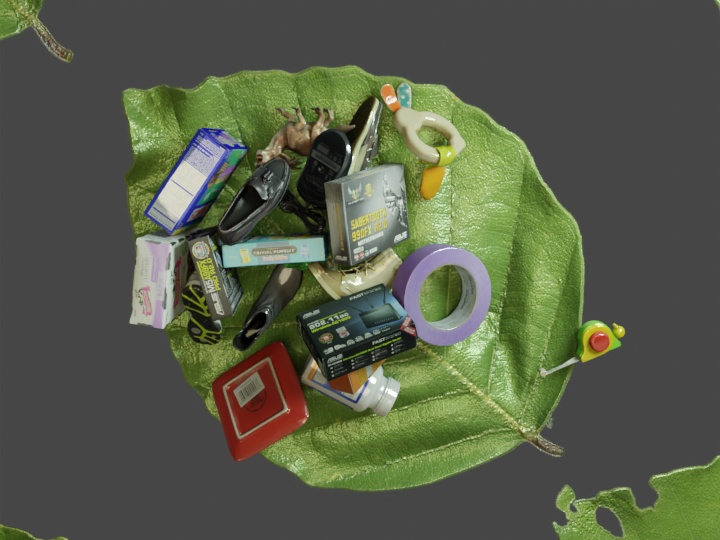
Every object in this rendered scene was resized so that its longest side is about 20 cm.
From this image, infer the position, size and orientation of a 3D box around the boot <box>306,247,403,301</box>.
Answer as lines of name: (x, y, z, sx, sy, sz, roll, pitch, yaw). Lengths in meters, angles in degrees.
boot: (0.000, 0.000, 1.444, 0.156, 0.073, 0.200, -46, 126, 8)

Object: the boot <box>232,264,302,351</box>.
boot: (-0.187, 0.073, 1.461, 0.069, 0.132, 0.201, 29, 101, -3)

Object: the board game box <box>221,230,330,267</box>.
board game box: (-0.165, -0.045, 1.426, 0.198, 0.151, 0.048, -4, 98, 2)

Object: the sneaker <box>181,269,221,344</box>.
sneaker: (-0.323, 0.080, 1.476, 0.075, 0.077, 0.201, 8, 136, 0)

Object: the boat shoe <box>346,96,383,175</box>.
boat shoe: (0.004, -0.247, 1.428, 0.066, 0.072, 0.203, 20, 93, -30)

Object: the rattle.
rattle: (0.106, -0.267, 1.437, 0.199, 0.143, 0.130, 37, 68, 9)

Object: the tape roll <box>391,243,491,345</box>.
tape roll: (0.167, 0.049, 1.446, 0.198, 0.066, 0.203, -4, 101, -20)

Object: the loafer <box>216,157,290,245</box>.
loafer: (-0.202, -0.135, 1.340, 0.072, 0.063, 0.201, 35, 80, 7)

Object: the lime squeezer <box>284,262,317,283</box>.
lime squeezer: (-0.094, 0.011, 1.475, 0.038, 0.071, 0.200, -43, 134, 6)

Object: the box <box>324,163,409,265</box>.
box: (0.018, -0.115, 1.385, 0.048, 0.199, 0.160, 8, 112, 38)

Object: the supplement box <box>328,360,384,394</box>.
supplement box: (0.012, 0.163, 1.432, 0.066, 0.200, 0.069, 6, 124, 37)

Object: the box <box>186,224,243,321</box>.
box: (-0.286, -0.001, 1.413, 0.044, 0.200, 0.162, -16, 101, -1)

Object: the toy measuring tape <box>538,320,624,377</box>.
toy measuring tape: (0.462, 0.157, 1.494, 0.198, 0.074, 0.074, -24, 100, 6)

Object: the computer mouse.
computer mouse: (-0.078, -0.186, 1.390, 0.138, 0.053, 0.201, 39, 111, 18)

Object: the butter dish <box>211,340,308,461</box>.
butter dish: (-0.189, 0.286, 1.505, 0.199, 0.148, 0.201, -33, 59, 13)

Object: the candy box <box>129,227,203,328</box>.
candy box: (-0.386, 0.007, 1.417, 0.071, 0.200, 0.170, 10, 102, 3)

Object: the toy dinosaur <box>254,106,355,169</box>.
toy dinosaur: (-0.111, -0.258, 1.418, 0.198, 0.086, 0.137, 0, 101, -3)

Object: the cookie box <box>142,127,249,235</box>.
cookie box: (-0.320, -0.178, 1.395, 0.075, 0.171, 0.201, 36, 101, -3)

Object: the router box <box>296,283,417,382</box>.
router box: (-0.008, 0.116, 1.374, 0.198, 0.150, 0.063, -19, 126, -16)

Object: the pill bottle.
pill bottle: (-0.021, 0.230, 1.499, 0.199, 0.112, 0.113, 28, 101, -5)
